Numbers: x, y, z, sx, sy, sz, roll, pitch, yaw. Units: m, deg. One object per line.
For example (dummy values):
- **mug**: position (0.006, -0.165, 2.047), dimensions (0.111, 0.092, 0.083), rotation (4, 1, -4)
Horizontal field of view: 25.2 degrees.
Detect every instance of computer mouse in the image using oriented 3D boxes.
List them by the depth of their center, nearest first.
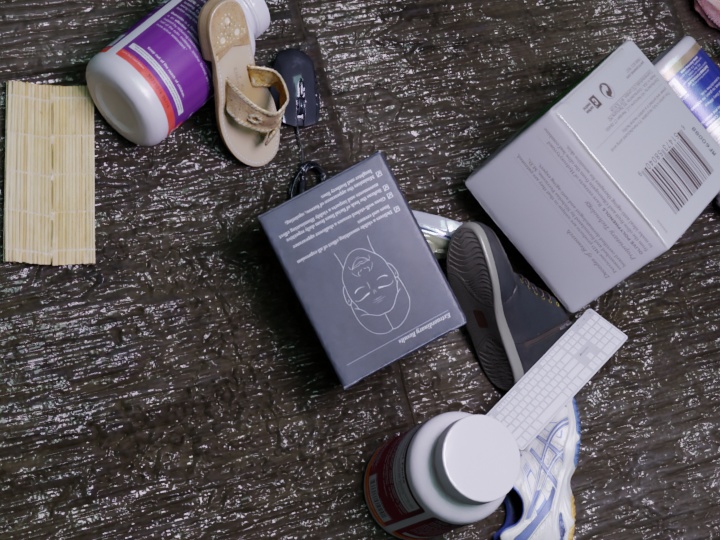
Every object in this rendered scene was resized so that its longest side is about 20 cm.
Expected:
- **computer mouse**: position (-0.066, -0.154, 1.791), dimensions (0.058, 0.034, 0.203), rotation (-3, 76, -22)

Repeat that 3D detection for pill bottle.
- **pill bottle**: position (0.085, 0.209, 1.649), dimensions (0.111, 0.200, 0.115), rotation (6, 73, -19)
- **pill bottle**: position (-0.190, -0.231, 1.723), dimensions (0.113, 0.112, 0.200), rotation (47, 65, -2)
- **pill bottle**: position (0.413, -0.171, 1.933), dimensions (0.116, 0.116, 0.200), rotation (-41, 92, -26)

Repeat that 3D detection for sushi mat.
- **sushi mat**: position (-0.325, -0.102, 1.688), dimensions (0.094, 0.012, 0.203), rotation (4, 74, -22)

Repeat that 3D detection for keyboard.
- **keyboard**: position (0.216, 0.118, 1.772), dimensions (0.056, 0.011, 0.200), rotation (34, 58, 24)

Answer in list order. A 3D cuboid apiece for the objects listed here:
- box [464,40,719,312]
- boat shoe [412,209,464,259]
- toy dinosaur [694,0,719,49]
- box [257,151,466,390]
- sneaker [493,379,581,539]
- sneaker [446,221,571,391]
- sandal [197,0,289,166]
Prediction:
- **box**: position (0.269, -0.106, 1.804), dimensions (0.200, 0.171, 0.199), rotation (49, 47, -1)
- **boat shoe**: position (0.051, -0.035, 1.790), dimensions (0.197, 0.072, 0.063), rotation (14, 87, -8)
- **toy dinosaur**: position (0.462, -0.322, 2.018), dimensions (0.199, 0.086, 0.136), rotation (37, 72, -1)
- **box**: position (0.000, 0.000, 1.696), dimensions (0.147, 0.107, 0.202), rotation (-27, 90, -3)
- **sneaker**: position (0.188, 0.211, 1.758), dimensions (0.087, 0.075, 0.203), rotation (8, 69, -14)
- **sneaker**: position (0.164, 0.021, 1.787), dimensions (0.106, 0.074, 0.202), rotation (-33, 119, -33)
- **sandal**: position (-0.110, -0.185, 1.693), dimensions (0.078, 0.069, 0.213), rotation (-41, 135, -27)
